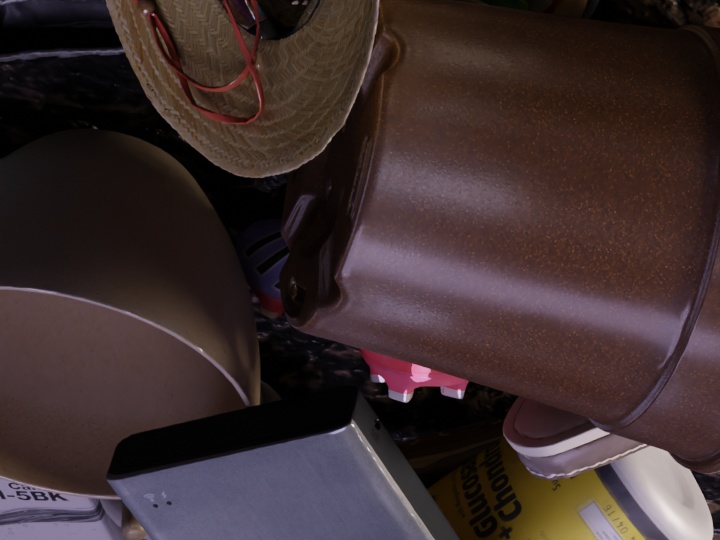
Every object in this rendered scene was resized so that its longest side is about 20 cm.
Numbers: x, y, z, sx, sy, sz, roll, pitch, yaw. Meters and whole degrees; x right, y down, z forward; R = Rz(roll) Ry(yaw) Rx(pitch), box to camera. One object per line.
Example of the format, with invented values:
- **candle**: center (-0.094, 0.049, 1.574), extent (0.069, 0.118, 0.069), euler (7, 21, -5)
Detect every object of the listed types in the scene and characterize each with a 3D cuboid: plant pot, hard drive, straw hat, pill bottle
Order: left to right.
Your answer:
- **plant pot**: center (-0.139, 0.009, 1.386), extent (0.199, 0.135, 0.201), euler (8, 147, 5)
- **straw hat**: center (-0.025, -0.144, 1.114), extent (0.085, 0.201, 0.201), euler (-20, 166, -36)
- **hard drive**: center (-0.018, 0.147, 1.373), extent (0.139, 0.033, 0.200), euler (-14, 128, 26)
- **pill bottle**: center (0.081, 0.154, 1.469), extent (0.200, 0.112, 0.112), euler (-36, 131, 14)
- **plant pot**: center (0.078, -0.030, 1.186), extent (0.198, 0.201, 0.200), euler (13, 148, -14)

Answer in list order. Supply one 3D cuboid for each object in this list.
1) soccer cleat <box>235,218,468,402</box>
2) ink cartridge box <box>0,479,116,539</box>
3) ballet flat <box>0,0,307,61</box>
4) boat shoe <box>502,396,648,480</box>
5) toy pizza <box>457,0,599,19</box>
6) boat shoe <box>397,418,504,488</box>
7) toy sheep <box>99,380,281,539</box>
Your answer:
- **soccer cleat**: center (0.000, 0.000, 1.351), extent (0.066, 0.077, 0.200), euler (-1, -161, -28)
- **ink cartridge box**: center (-0.208, 0.114, 1.615), extent (0.146, 0.083, 0.200), euler (1, 147, 15)
- **ballet flat**: center (-0.115, -0.110, 1.224), extent (0.199, 0.057, 0.067), euler (-2, 146, 19)
- **boat shoe**: center (0.159, 0.051, 1.332), extent (0.072, 0.200, 0.060), euler (32, 146, 49)
- **toy pizza**: center (0.009, -0.137, 1.215), extent (0.199, 0.032, 0.200), euler (7, 147, 5)
- **boat shoe**: center (0.078, 0.111, 1.549), extent (0.199, 0.068, 0.072), euler (-11, 116, 4)
- **toy sheep**: center (-0.083, 0.125, 1.551), extent (0.137, 0.138, 0.200), euler (-2, 137, 19)
